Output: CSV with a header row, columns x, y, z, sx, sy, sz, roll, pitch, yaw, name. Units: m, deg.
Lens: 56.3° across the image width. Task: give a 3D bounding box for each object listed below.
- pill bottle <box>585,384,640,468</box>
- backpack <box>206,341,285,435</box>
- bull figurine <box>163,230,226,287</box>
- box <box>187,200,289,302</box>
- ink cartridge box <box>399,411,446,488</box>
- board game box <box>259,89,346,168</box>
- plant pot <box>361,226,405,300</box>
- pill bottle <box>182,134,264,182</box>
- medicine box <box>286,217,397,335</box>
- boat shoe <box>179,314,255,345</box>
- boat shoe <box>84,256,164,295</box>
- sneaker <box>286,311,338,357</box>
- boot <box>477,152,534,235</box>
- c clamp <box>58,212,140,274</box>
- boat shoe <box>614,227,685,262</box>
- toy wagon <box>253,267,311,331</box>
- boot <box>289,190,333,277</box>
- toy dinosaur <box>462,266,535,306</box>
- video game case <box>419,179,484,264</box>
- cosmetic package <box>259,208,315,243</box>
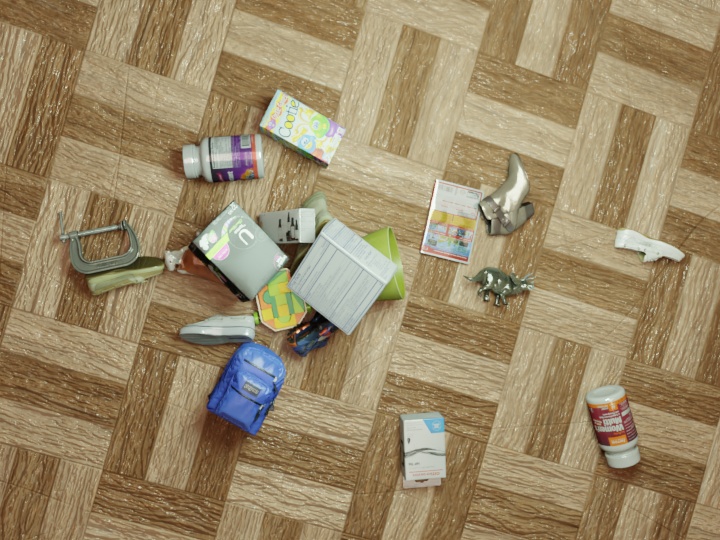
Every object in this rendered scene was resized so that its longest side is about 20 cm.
x,y,z,sx,sy,sz,roll,pitch,yaw,name
0.699,0.429,1.853,0.108,0.110,0.204,-18,93,-6,pill bottle
-0.275,0.294,1.705,0.161,0.168,0.202,32,84,-13,backpack
-0.401,-0.030,1.728,0.197,0.065,0.124,23,82,-12,bull figurine
-0.301,-0.043,1.660,0.200,0.124,0.149,47,73,-11,box
0.168,0.493,1.811,0.113,0.068,0.205,-3,92,-6,ink cartridge box
-0.148,-0.360,1.731,0.197,0.105,0.104,28,89,-6,board game box
0.000,0.000,1.736,0.196,0.187,0.191,-12,93,11,plant pot
-0.345,-0.283,1.705,0.195,0.111,0.114,-5,92,-6,pill bottle
-0.045,0.014,1.610,0.199,0.103,0.183,37,120,2,medicine box
-0.367,0.149,1.743,0.195,0.074,0.068,2,58,0,boat shoe
-0.592,0.016,1.708,0.197,0.073,0.064,-13,120,-8,boat shoe
-0.101,0.155,1.774,0.198,0.075,0.079,-28,131,-14,sneaker
0.385,-0.198,1.816,0.144,0.070,0.204,-19,96,-8,boot
-0.658,-0.079,1.693,0.196,0.027,0.174,-7,72,-10,c clamp
0.800,-0.055,1.876,0.196,0.071,0.071,21,90,2,boat shoe
-0.216,0.054,1.766,0.152,0.040,0.204,-12,93,-7,toy wagon
-0.131,-0.089,1.733,0.071,0.156,0.202,16,123,-28,boot
0.367,0.035,1.831,0.196,0.077,0.104,18,78,-2,toy dinosaur
0.249,-0.132,1.829,0.140,0.017,0.204,13,90,-7,video game case
-0.187,-0.109,1.687,0.050,0.198,0.085,0,90,-38,cosmetic package
